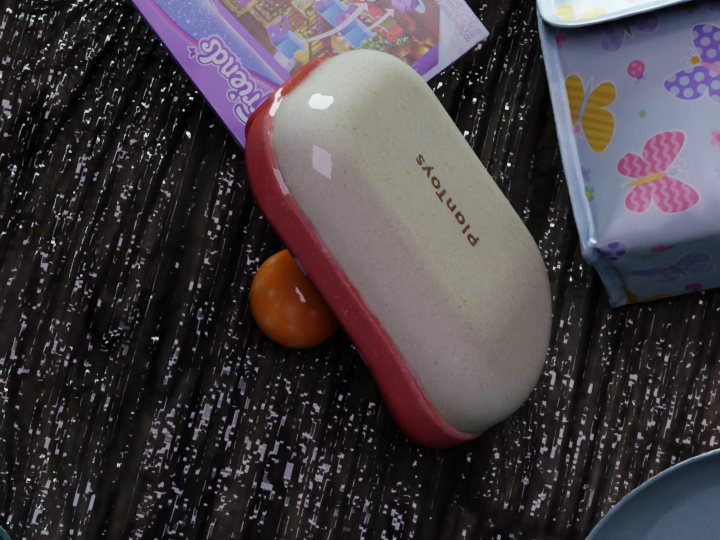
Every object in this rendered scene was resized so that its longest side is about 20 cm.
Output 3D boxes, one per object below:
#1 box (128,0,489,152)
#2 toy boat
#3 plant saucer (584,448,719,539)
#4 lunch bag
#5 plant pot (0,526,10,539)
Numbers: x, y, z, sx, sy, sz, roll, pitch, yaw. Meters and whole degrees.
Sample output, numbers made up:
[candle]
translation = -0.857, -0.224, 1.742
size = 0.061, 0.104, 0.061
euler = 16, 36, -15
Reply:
[box]
translation = -0.048, -0.158, 1.464
size = 0.137, 0.039, 0.200
euler = -37, 93, -2
[toy boat]
translation = 0.000, 0.000, 1.417
size = 0.200, 0.131, 0.131
euler = 56, 36, -8
[plant saucer]
translation = 0.190, 0.158, 1.366
size = 0.200, 0.201, 0.039
euler = 4, 27, -4
[lunch bag]
translation = 0.179, -0.101, 1.444
size = 0.169, 0.127, 0.200
euler = -11, 69, 11
[plant pot]
translation = -0.283, 0.144, 1.297
size = 0.161, 0.201, 0.201
euler = 38, 71, 21
